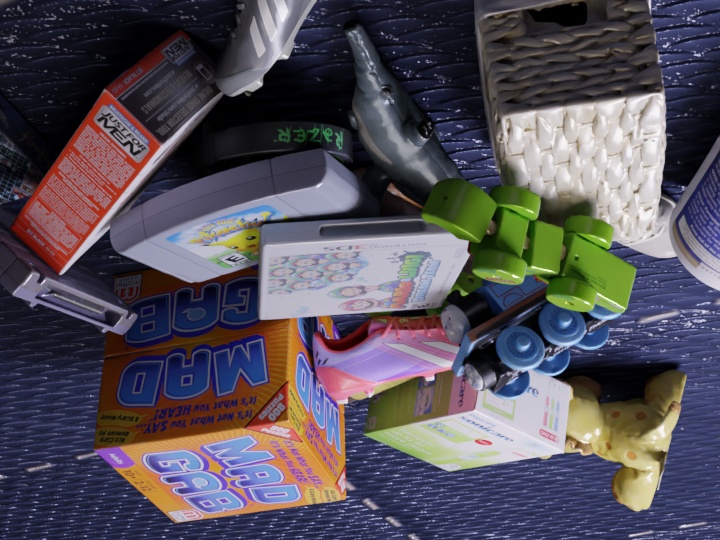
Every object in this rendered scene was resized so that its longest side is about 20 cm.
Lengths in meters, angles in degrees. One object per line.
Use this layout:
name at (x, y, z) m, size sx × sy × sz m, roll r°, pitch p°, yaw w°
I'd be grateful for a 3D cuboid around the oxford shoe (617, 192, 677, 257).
oxford shoe at (0.254, -0.050, 1.030) m, size 0.075 × 0.058 × 0.199 m, roll -28°, pitch 140°, yaw 30°

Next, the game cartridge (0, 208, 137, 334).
game cartridge at (-0.289, -0.006, 0.968) m, size 0.038 × 0.129 × 0.200 m, roll -53°, pitch 161°, yaw -2°

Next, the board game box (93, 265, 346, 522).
board game box at (-0.137, 0.123, 1.140) m, size 0.198 × 0.201 × 0.200 m, roll -10°, pitch 145°, yaw 12°

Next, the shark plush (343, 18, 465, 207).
shark plush at (0.041, -0.126, 0.885) m, size 0.091 × 0.083 × 0.201 m, roll -34°, pitch 129°, yaw -21°

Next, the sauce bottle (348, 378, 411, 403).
sauce bottle at (0.051, 0.092, 1.224) m, size 0.199 × 0.065 × 0.065 m, roll -24°, pitch 140°, yaw 32°

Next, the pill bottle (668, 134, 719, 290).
pill bottle at (0.356, -0.079, 0.933) m, size 0.119 × 0.121 × 0.201 m, roll 3°, pitch 147°, yaw -7°

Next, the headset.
headset at (-0.086, -0.078, 0.920) m, size 0.123 × 0.095 × 0.199 m, roll 0°, pitch 175°, yaw -31°

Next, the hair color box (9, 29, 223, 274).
hair color box at (-0.197, -0.093, 0.882) m, size 0.064 × 0.111 × 0.200 m, roll 44°, pitch 132°, yaw -8°

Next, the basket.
basket at (0.167, -0.119, 0.861) m, size 0.134 × 0.124 × 0.201 m, roll -7°, pitch 146°, yaw 8°

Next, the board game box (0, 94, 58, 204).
board game box at (-0.363, -0.122, 0.908) m, size 0.134 × 0.035 × 0.200 m, roll -12°, pitch 145°, yaw 15°

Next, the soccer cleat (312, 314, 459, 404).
soccer cleat at (0.049, 0.073, 1.100) m, size 0.198 × 0.067 × 0.077 m, roll -17°, pitch 106°, yaw -3°

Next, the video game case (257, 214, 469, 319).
video game case at (0.000, 0.000, 0.961) m, size 0.180 × 0.024 × 0.200 m, roll -4°, pitch 161°, yaw -8°

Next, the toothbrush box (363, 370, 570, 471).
toothbrush box at (0.123, 0.164, 1.272) m, size 0.145 × 0.087 × 0.199 m, roll 27°, pitch 149°, yaw -30°

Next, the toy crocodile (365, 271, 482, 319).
toy crocodile at (0.064, 0.012, 1.119) m, size 0.198 × 0.062 × 0.068 m, roll 7°, pitch 147°, yaw -21°

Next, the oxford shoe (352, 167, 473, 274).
oxford shoe at (0.060, -0.025, 1.041) m, size 0.199 × 0.073 × 0.071 m, roll 22°, pitch 140°, yaw -32°

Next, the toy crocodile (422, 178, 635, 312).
toy crocodile at (0.136, -0.015, 0.841) m, size 0.199 × 0.068 × 0.062 m, roll 20°, pitch 169°, yaw -30°

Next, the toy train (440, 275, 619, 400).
toy train at (0.167, 0.041, 1.053) m, size 0.199 × 0.114 × 0.087 m, roll -27°, pitch 153°, yaw -23°

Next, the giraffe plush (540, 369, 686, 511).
giraffe plush at (0.292, 0.191, 1.319) m, size 0.161 × 0.174 × 0.200 m, roll 17°, pitch -170°, yaw 15°

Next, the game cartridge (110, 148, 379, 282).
game cartridge at (-0.097, -0.041, 0.894) m, size 0.199 × 0.041 × 0.133 m, roll -17°, pitch 157°, yaw 19°

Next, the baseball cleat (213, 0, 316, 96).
baseball cleat at (-0.070, -0.213, 0.772) m, size 0.106 × 0.070 × 0.200 m, roll 27°, pitch 128°, yaw -26°
